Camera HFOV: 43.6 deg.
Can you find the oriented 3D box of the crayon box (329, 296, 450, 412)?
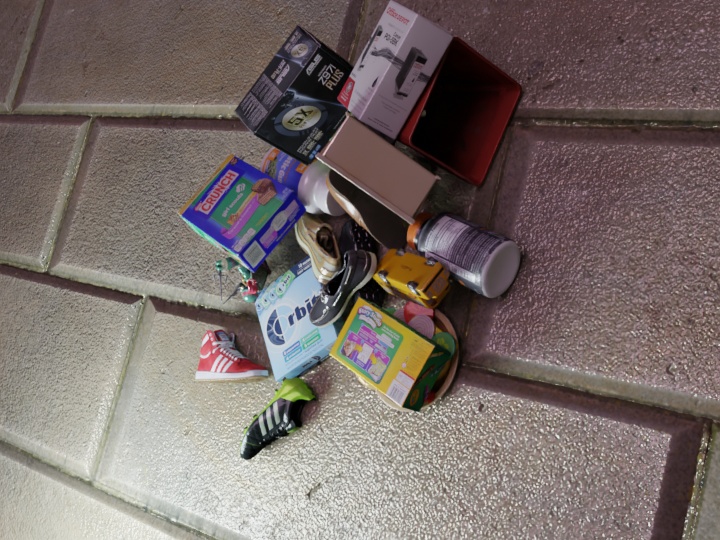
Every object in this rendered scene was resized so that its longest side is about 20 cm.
[{"bbox_3d":[0.048,0.145,1.580,0.199,0.058,0.120,32,94,40],"label":"crayon box"}]

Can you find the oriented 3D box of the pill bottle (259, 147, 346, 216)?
[{"bbox_3d":[-0.106,-0.181,1.836,0.199,0.112,0.113,26,91,40],"label":"pill bottle"}]

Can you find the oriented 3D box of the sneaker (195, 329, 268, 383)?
[{"bbox_3d":[-0.266,0.175,1.866,0.198,0.071,0.114,-5,75,38],"label":"sneaker"}]

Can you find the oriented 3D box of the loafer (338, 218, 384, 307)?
[{"bbox_3d":[0.000,0.000,1.732,0.070,0.067,0.203,-43,52,54],"label":"loafer"}]

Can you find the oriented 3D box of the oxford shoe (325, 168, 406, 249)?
[{"bbox_3d":[0.011,-0.117,1.719,0.071,0.200,0.071,-43,4,-18],"label":"oxford shoe"}]

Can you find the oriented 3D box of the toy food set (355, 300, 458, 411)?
[{"bbox_3d":[0.089,0.150,1.616,0.200,0.048,0.199,38,99,39],"label":"toy food set"}]

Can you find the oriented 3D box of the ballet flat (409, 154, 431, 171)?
[{"bbox_3d":[0.047,-0.162,1.745,0.199,0.062,0.068,-36,57,23],"label":"ballet flat"}]

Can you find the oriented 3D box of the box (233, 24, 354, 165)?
[{"bbox_3d":[-0.105,-0.319,1.661,0.201,0.163,0.086,-50,52,12],"label":"box"}]

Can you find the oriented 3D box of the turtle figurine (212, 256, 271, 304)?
[{"bbox_3d":[-0.234,-0.002,1.860,0.099,0.150,0.202,3,61,8],"label":"turtle figurine"}]

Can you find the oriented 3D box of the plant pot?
[{"bbox_3d":[0.140,-0.297,1.646,0.176,0.199,0.202,24,90,51],"label":"plant pot"}]

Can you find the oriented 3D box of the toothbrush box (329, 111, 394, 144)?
[{"bbox_3d":[-0.046,-0.295,1.807,0.199,0.145,0.087,26,91,40],"label":"toothbrush box"}]

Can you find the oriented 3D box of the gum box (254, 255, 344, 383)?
[{"bbox_3d":[-0.121,0.097,1.798,0.169,0.044,0.202,-35,56,24],"label":"gum box"}]

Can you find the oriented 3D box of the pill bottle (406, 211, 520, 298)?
[{"bbox_3d":[0.173,-0.037,1.578,0.199,0.106,0.107,29,93,40],"label":"pill bottle"}]

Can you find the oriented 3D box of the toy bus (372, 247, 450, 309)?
[{"bbox_3d":[0.092,0.014,1.591,0.065,0.078,0.199,-49,27,-11],"label":"toy bus"}]

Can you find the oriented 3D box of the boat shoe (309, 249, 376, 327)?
[{"bbox_3d":[-0.049,0.030,1.674,0.200,0.062,0.073,-48,42,33],"label":"boat shoe"}]

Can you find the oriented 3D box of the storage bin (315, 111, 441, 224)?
[{"bbox_3d":[0.030,-0.177,1.591,0.199,0.199,0.094,34,93,-2],"label":"storage bin"}]

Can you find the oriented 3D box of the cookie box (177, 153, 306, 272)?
[{"bbox_3d":[-0.237,-0.118,1.795,0.199,0.075,0.172,31,75,35],"label":"cookie box"}]

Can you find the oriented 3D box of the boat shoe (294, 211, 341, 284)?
[{"bbox_3d":[-0.075,-0.063,1.779,0.201,0.071,0.077,60,144,42],"label":"boat shoe"}]

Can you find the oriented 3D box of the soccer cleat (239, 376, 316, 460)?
[{"bbox_3d":[-0.164,0.300,1.753,0.081,0.067,0.201,41,101,25],"label":"soccer cleat"}]

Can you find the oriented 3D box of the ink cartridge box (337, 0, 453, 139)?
[{"bbox_3d":[0.056,-0.350,1.559,0.202,0.082,0.147,-60,28,13],"label":"ink cartridge box"}]
